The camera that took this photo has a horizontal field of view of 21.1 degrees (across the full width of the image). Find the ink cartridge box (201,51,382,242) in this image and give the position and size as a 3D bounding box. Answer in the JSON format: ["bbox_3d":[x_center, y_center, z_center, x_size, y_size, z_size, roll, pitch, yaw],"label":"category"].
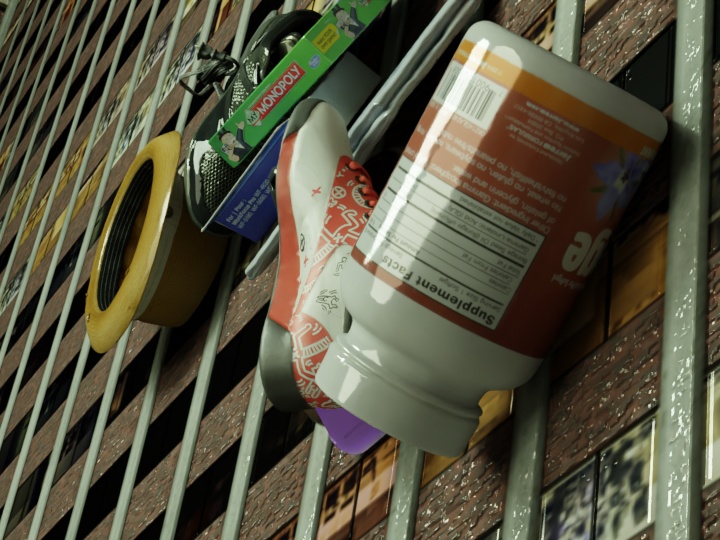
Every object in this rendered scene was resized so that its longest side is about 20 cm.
[{"bbox_3d":[-0.045,-0.083,1.350,0.099,0.039,0.200,-51,2,25],"label":"ink cartridge box"}]

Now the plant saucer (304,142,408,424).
[{"bbox_3d":[0.000,0.000,1.233,0.200,0.034,0.200,-51,23,32],"label":"plant saucer"}]

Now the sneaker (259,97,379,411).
[{"bbox_3d":[0.008,-0.014,1.110,0.108,0.067,0.201,-6,58,19],"label":"sneaker"}]

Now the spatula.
[{"bbox_3d":[-0.026,0.019,1.169,0.057,0.021,0.200,-46,49,39],"label":"spatula"}]

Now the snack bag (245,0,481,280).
[{"bbox_3d":[0.004,-0.091,1.279,0.200,0.021,0.189,-50,5,42],"label":"snack bag"}]

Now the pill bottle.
[{"bbox_3d":[0.060,-0.013,0.961,0.200,0.112,0.112,-62,19,8],"label":"pill bottle"}]

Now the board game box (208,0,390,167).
[{"bbox_3d":[-0.022,-0.168,1.398,0.135,0.029,0.200,-44,6,43],"label":"board game box"}]

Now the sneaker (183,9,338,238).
[{"bbox_3d":[-0.077,-0.122,1.532,0.200,0.076,0.114,-62,11,-10],"label":"sneaker"}]

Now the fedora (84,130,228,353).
[{"bbox_3d":[-0.165,-0.017,1.624,0.201,0.082,0.201,-52,26,40],"label":"fedora"}]

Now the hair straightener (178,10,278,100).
[{"bbox_3d":[-0.111,-0.189,1.708,0.200,0.077,0.041,-20,49,65],"label":"hair straightener"}]
